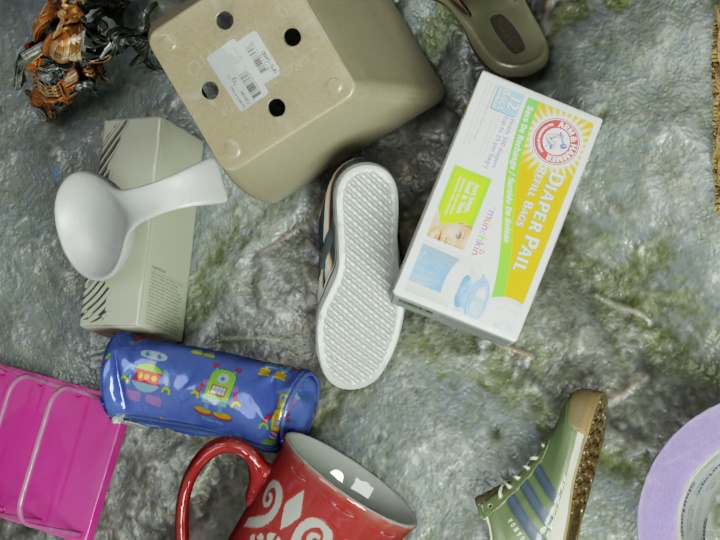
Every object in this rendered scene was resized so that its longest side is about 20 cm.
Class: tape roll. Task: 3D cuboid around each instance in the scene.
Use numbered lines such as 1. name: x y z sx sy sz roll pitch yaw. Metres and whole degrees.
1. tape roll: 0.317 0.199 1.366 0.199 0.085 0.201 -7 73 24

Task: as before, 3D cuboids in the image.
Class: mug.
1. mug: -0.076 0.244 1.513 0.177 0.133 0.200 36 97 24

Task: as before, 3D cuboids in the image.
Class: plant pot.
1. plant pot: -0.071 -0.182 1.556 0.200 0.177 0.200 -31 91 14

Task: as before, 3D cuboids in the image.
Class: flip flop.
1. flip flop: 0.099 -0.254 1.588 0.081 0.058 0.200 -27 66 -10

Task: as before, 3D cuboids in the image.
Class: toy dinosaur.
1. toy dinosaur: -0.265 -0.220 1.711 0.102 0.135 0.200 64 148 9

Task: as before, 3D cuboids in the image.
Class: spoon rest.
1. spoon rest: -0.205 -0.051 1.569 0.200 0.061 0.100 -19 89 41

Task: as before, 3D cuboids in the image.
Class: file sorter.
1. file sorter: -0.340 0.154 1.656 0.199 0.125 0.139 12 81 27

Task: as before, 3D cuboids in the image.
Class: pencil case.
1. pencil case: -0.138 0.111 1.585 0.199 0.078 0.087 10 64 17

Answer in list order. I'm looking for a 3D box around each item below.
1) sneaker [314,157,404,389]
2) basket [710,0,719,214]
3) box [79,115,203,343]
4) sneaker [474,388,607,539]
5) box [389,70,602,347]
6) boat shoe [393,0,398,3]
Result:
1. sneaker: 0.000 0.000 1.575 0.078 0.079 0.201 5 102 -8
2. basket: 0.372 -0.147 1.445 0.142 0.149 0.201 3 75 -9
3. box: -0.202 -0.036 1.670 0.068 0.082 0.201 -2 74 26
4. sneaker: 0.136 0.187 1.460 0.090 0.067 0.201 12 85 21
5. box: 0.112 -0.049 1.496 0.112 0.101 0.201 21 85 1
6. boat shoe: -0.053 -0.266 1.673 0.201 0.075 0.086 5 82 16
